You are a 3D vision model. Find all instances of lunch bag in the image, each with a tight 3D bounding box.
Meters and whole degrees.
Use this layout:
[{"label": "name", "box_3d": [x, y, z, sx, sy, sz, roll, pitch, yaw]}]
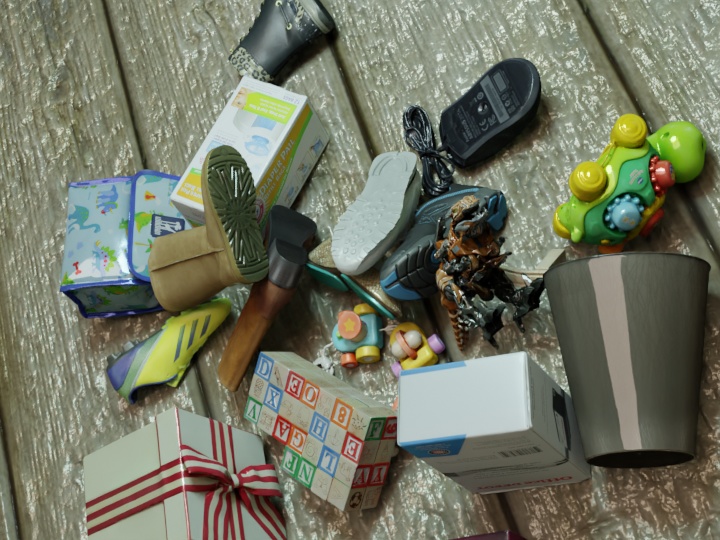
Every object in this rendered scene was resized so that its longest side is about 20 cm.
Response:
[{"label": "lunch bag", "box_3d": [-0.302, -0.037, 1.659, 0.197, 0.128, 0.173, -4, 65, 7]}]

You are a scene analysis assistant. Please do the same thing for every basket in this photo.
[{"label": "basket", "box_3d": [0.284, 0.098, 1.265, 0.177, 0.136, 0.203, -2, 72, 7]}]

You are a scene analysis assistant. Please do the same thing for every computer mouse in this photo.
[{"label": "computer mouse", "box_3d": [0.150, -0.188, 1.511, 0.199, 0.052, 0.140, -33, 58, 28]}]

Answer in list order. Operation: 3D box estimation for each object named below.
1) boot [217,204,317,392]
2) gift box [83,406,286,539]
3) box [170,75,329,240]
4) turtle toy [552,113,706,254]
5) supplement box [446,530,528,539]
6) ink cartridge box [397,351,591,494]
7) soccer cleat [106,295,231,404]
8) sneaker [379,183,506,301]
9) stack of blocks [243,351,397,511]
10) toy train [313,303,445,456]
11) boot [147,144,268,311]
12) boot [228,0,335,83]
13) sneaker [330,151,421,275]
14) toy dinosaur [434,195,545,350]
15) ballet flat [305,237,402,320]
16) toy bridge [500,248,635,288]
[{"label": "boot", "box_3d": [-0.121, 0.032, 1.544, 0.189, 0.068, 0.202, -102, 35, -59]}, {"label": "gift box", "box_3d": [-0.199, 0.291, 1.429, 0.185, 0.184, 0.202, -29, 62, 26]}, {"label": "box", "box_3d": [-0.144, -0.136, 1.593, 0.111, 0.102, 0.202, 21, 72, 26]}, {"label": "turtle toy", "box_3d": [0.303, -0.098, 1.342, 0.101, 0.146, 0.200, 40, 74, 13]}, {"label": "supplement box", "box_3d": [0.088, 0.354, 1.293, 0.197, 0.086, 0.112, -15, 63, 23]}, {"label": "ink cartridge box", "box_3d": [0.144, 0.165, 1.272, 0.143, 0.200, 0.085, -12, 62, 24]}, {"label": "soccer cleat", "box_3d": [-0.247, 0.106, 1.610, 0.199, 0.065, 0.084, -32, 87, 9]}, {"label": "sneaker", "box_3d": [0.087, -0.035, 1.443, 0.199, 0.074, 0.081, -37, 40, -28]}, {"label": "stack of blocks", "box_3d": [-0.052, 0.187, 1.433, 0.199, 0.058, 0.117, 26, 105, 41]}, {"label": "toy train", "box_3d": [0.018, 0.120, 1.448, 0.199, 0.056, 0.151, 29, 85, 34]}, {"label": "boot", "box_3d": [-0.204, -0.047, 1.495, 0.199, 0.065, 0.178, -14, 86, 50]}, {"label": "boot", "box_3d": [-0.139, -0.362, 1.728, 0.154, 0.073, 0.204, -44, 54, 10]}, {"label": "sneaker", "box_3d": [0.028, -0.056, 1.456, 0.075, 0.081, 0.201, 11, 47, 24]}, {"label": "toy dinosaur", "box_3d": [0.132, 0.010, 1.361, 0.102, 0.201, 0.135, -42, 57, -14]}, {"label": "ballet flat", "box_3d": [0.000, 0.000, 1.480, 0.065, 0.071, 0.199, -49, 39, -9]}, {"label": "toy bridge", "box_3d": [0.219, -0.001, 1.380, 0.197, 0.067, 0.028, 1, 111, 30]}]
